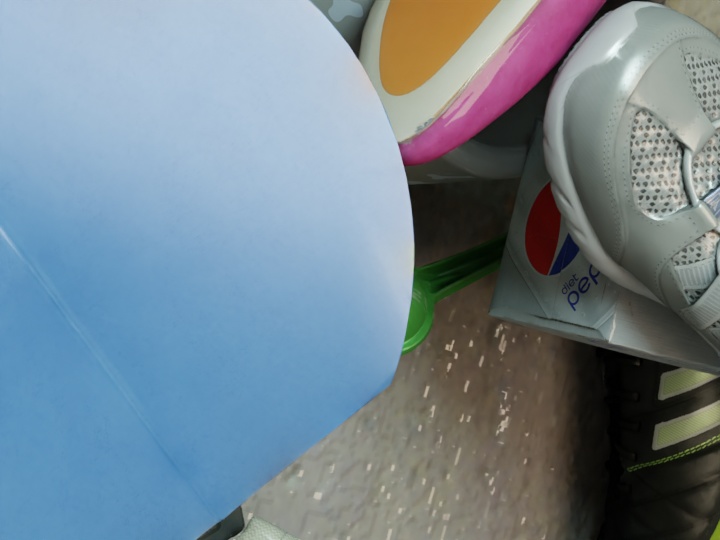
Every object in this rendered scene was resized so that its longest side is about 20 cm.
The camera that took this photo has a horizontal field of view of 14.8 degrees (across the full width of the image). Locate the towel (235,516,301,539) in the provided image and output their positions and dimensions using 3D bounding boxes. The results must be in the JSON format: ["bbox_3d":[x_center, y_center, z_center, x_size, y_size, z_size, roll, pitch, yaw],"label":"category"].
[{"bbox_3d":[-0.005,0.198,0.832,0.193,0.200,0.035,-55,178,5],"label":"towel"}]

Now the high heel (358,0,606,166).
[{"bbox_3d":[0.065,-0.077,0.816,0.096,0.067,0.200,59,40,-32],"label":"high heel"}]

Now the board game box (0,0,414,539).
[{"bbox_3d":[-0.083,0.003,0.728,0.200,0.039,0.158,-39,116,-8],"label":"board game box"}]

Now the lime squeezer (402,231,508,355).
[{"bbox_3d":[0.000,0.000,0.887,0.200,0.038,0.071,-3,121,-50],"label":"lime squeezer"}]

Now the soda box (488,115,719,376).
[{"bbox_3d":[0.142,0.005,0.896,0.200,0.063,0.068,13,90,-34],"label":"soda box"}]

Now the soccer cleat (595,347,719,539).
[{"bbox_3d":[0.112,0.034,1.005,0.081,0.068,0.200,19,98,-12],"label":"soccer cleat"}]

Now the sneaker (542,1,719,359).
[{"bbox_3d":[0.129,-0.002,0.797,0.075,0.082,0.200,-52,122,-15],"label":"sneaker"}]

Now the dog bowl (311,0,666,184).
[{"bbox_3d":[0.036,-0.119,0.868,0.200,0.059,0.201,-22,118,-48],"label":"dog bowl"}]

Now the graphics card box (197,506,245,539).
[{"bbox_3d":[-0.107,0.008,0.778,0.125,0.051,0.201,-27,119,-38],"label":"graphics card box"}]
